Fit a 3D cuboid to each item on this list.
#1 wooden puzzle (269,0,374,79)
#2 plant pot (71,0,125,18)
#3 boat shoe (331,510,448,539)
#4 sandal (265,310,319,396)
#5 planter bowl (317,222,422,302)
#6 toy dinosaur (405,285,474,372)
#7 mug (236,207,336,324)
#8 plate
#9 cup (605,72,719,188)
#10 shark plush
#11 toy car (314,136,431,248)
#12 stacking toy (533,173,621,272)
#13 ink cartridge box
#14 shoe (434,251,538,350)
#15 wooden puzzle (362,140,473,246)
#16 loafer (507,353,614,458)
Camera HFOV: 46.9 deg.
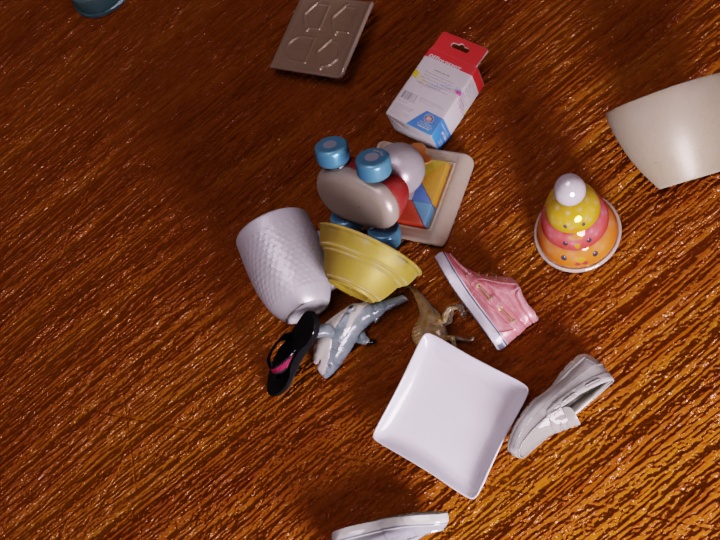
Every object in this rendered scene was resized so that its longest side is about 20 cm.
[{"bbox_3d":[-0.078,-0.489,1.752,0.198,0.046,0.187,14,74,31],"label":"wooden puzzle"},{"bbox_3d":[-0.676,-0.760,2.014,0.198,0.196,0.203,-8,65,18],"label":"plant pot"},{"bbox_3d":[0.051,0.428,1.313,0.199,0.070,0.072,-17,75,18],"label":"boat shoe"},{"bbox_3d":[-0.132,0.144,1.456,0.201,0.045,0.076,-58,40,36],"label":"sandal"},{"bbox_3d":[0.000,0.000,1.429,0.199,0.200,0.084,21,80,27],"label":"planter bowl"},{"bbox_3d":[0.131,0.088,1.420,0.100,0.058,0.202,-23,62,13],"label":"toy dinosaur"},{"bbox_3d":[-0.107,-0.008,1.519,0.198,0.148,0.177,-17,68,-20],"label":"mug"},{"bbox_3d":[0.147,0.233,1.350,0.198,0.032,0.202,27,90,23],"label":"plate"},{"bbox_3d":[0.512,-0.215,1.333,0.198,0.200,0.145,-16,89,15],"label":"cup"},{"bbox_3d":[-0.004,0.104,1.484,0.199,0.091,0.084,-33,84,-11],"label":"shark plush"},{"bbox_3d":[0.039,-0.174,1.494,0.176,0.186,0.200,21,50,33],"label":"toy car"},{"bbox_3d":[0.338,-0.096,1.331,0.144,0.200,0.148,-8,66,19],"label":"stacking toy"},{"bbox_3d":[0.153,-0.343,1.583,0.116,0.067,0.201,31,83,28],"label":"ink cartridge box"},{"bbox_3d":[0.213,0.031,1.407,0.091,0.071,0.201,-35,66,3],"label":"shoe"},{"bbox_3d":[0.092,-0.150,1.546,0.198,0.037,0.187,15,75,26],"label":"wooden puzzle"},{"bbox_3d":[0.309,0.218,1.288,0.200,0.070,0.070,-47,52,-3],"label":"loafer"}]
